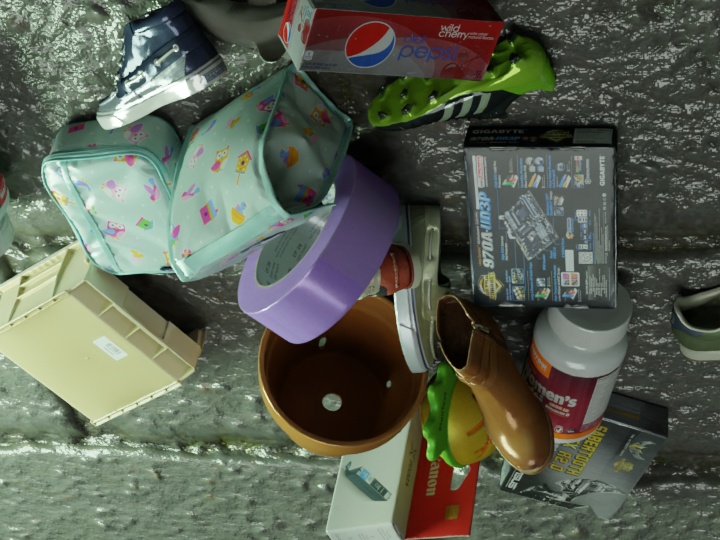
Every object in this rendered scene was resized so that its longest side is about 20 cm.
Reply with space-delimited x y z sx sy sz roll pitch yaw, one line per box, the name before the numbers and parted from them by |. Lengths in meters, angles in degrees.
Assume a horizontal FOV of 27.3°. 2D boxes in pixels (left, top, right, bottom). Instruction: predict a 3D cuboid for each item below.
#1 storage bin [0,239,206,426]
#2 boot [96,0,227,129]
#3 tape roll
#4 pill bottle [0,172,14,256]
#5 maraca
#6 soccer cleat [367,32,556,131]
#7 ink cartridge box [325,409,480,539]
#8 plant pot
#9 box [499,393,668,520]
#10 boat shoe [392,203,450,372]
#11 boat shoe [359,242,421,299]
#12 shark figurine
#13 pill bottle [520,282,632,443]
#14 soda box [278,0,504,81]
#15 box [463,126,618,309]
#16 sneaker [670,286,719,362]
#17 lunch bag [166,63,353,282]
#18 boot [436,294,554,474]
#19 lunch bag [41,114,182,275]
storage bin | -0.326 0.075 1.833 0.198 0.094 0.200 -26 125 33
boot | -0.221 -0.213 1.522 0.199 0.073 0.091 -16 111 44
tape roll | -0.046 -0.024 1.582 0.065 0.201 0.200 35 133 -22
pill bottle | -0.460 -0.101 1.664 0.110 0.111 0.201 0 136 13
maraca | 0.118 0.167 1.766 0.106 0.138 0.200 3 177 25
soccer cleat | 0.101 -0.174 1.493 0.199 0.068 0.081 -17 143 28
ink cartridge box | 0.059 0.245 1.841 0.175 0.201 0.045 -11 132 23
plant pot | -0.027 0.137 1.768 0.199 0.201 0.140 13 153 -1
box | 0.280 0.229 1.884 0.157 0.049 0.201 17 137 -4
boat shoe | 0.070 0.022 1.664 0.062 0.072 0.201 -5 112 8
boat shoe | 0.000 0.000 1.635 0.062 0.072 0.200 -12 -175 -22
shark figurine | -0.067 -0.246 1.439 0.214 0.090 0.128 -21 129 34
pill bottle | 0.246 0.100 1.710 0.109 0.110 0.201 10 138 2
soda box | 0.029 -0.226 1.385 0.199 0.064 0.070 -1 130 -27
box | 0.194 -0.054 1.576 0.158 0.046 0.201 1 122 13
sneaker | 0.438 0.050 1.641 0.199 0.067 0.090 -9 139 26
lunch bag | -0.111 -0.089 1.530 0.170 0.201 0.122 -28 124 34
boot | 0.141 0.125 1.641 0.073 0.201 0.155 -29 156 11
lunch bag | -0.260 -0.077 1.667 0.159 0.077 0.201 -4 135 17
